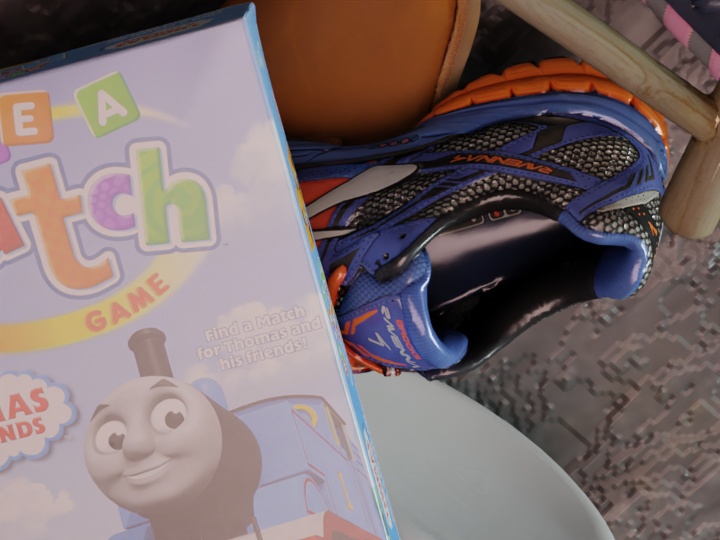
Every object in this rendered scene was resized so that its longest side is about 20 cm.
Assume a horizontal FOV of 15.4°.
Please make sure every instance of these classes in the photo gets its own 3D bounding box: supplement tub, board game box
[{"bbox_3d":[-0.019,0.143,0.896,0.145,0.145,0.200,27,111,-17],"label":"supplement tub"},{"bbox_3d":[-0.077,0.040,0.762,0.151,0.037,0.200,-15,102,5],"label":"board game box"}]

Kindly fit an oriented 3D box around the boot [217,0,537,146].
[{"bbox_3d":[-0.031,-0.069,0.833,0.155,0.074,0.200,-19,114,8],"label":"boot"}]

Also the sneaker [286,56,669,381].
[{"bbox_3d":[0.000,0.000,0.797,0.200,0.078,0.075,-23,125,10],"label":"sneaker"}]

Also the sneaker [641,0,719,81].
[{"bbox_3d":[0.125,-0.091,0.829,0.200,0.082,0.070,38,108,-21],"label":"sneaker"}]

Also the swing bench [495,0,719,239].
[{"bbox_3d":[0.071,-0.154,0.640,0.130,0.199,0.200,31,109,-27],"label":"swing bench"}]
